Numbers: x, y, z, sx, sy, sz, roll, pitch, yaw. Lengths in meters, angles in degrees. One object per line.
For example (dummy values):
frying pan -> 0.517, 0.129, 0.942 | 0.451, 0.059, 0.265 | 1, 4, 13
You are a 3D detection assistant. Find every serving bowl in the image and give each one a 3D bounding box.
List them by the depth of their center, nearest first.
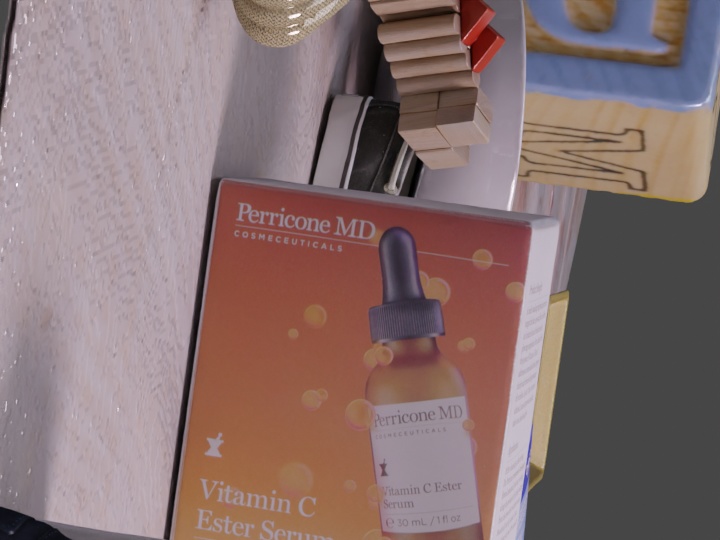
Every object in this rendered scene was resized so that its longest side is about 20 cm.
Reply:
serving bowl -> 0.046, -0.093, 1.459 | 0.200, 0.066, 0.200 | -176, -90, -80

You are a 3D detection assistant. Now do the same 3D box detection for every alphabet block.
alphabet block -> 0.190, -0.184, 1.908 | 0.200, 0.196, 0.196 | 73, 29, -69

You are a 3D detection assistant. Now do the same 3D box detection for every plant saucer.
plant saucer -> 0.166, 0.117, 2.464 | 0.200, 0.048, 0.200 | -5, 102, -80

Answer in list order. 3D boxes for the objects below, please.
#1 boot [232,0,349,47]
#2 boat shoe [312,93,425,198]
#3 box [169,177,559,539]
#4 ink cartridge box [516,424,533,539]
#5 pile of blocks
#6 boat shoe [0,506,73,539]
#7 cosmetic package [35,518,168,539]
boot -> -0.015, -0.212, 1.057 | 0.156, 0.073, 0.200 | 85, 18, -52
boat shoe -> 0.000, 0.000, 1.351 | 0.071, 0.064, 0.200 | 54, 46, -76
box -> 0.002, 0.063, 1.160 | 0.106, 0.152, 0.200 | -13, 110, -79
ink cartridge box -> 0.026, 0.151, 1.417 | 0.076, 0.136, 0.200 | -68, 164, -59
pile of blocks -> 0.044, -0.152, 1.312 | 0.082, 0.062, 0.200 | -53, 132, -54
boat shoe -> -0.131, 0.161, 0.715 | 0.084, 0.069, 0.200 | 69, 31, -70
cosmetic package -> -0.095, 0.197, 0.863 | 0.071, 0.101, 0.200 | 72, 27, -68
